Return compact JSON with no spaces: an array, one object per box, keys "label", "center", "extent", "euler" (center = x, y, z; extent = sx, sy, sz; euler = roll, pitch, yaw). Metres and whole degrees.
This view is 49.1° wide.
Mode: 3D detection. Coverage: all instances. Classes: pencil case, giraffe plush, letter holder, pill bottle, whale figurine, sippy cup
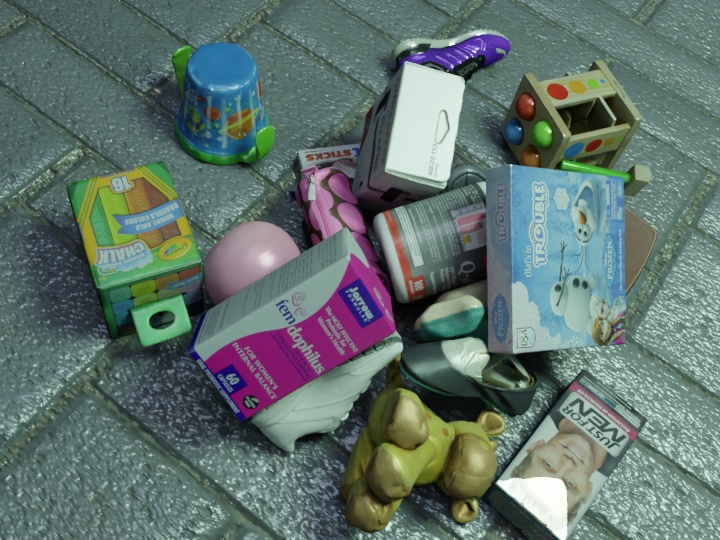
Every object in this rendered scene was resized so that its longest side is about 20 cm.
[{"label":"pencil case","center":[-0.028,-0.040,1.007],"extent":[0.090,0.094,0.201],"euler":[-22,55,-1]},{"label":"giraffe plush","center":[0.081,0.209,0.884],"extent":[0.161,0.174,0.200],"euler":[23,22,-7]},{"label":"letter holder","center":[0.293,-0.004,1.069],"extent":[0.142,0.101,0.200],"euler":[37,59,11]},{"label":"pill bottle","center":[0.124,-0.041,0.967],"extent":[0.198,0.116,0.117],"euler":[-17,61,0]},{"label":"whale figurine","center":[0.140,0.068,0.949],"extent":[0.158,0.200,0.105],"euler":[-18,83,21]},{"label":"sippy cup","center":[-0.195,-0.243,1.111],"extent":[0.176,0.131,0.141],"euler":[14,56,0]}]

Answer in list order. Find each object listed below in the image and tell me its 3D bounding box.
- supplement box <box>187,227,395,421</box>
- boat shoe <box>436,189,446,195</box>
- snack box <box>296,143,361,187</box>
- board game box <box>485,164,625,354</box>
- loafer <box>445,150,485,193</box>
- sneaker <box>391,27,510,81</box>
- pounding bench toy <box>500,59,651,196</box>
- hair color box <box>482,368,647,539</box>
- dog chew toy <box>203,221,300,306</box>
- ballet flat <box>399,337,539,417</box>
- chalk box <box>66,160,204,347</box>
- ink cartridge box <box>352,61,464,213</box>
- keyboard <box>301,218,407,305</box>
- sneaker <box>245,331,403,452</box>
[{"label":"supplement box","center":[-0.072,0.057,0.854],"extent":[0.199,0.103,0.102],"euler":[-31,108,8]},{"label":"boat shoe","center":[0.104,-0.079,1.102],"extent":[0.063,0.071,0.201],"euler":[27,50,8]},{"label":"snack box","center":[0.010,-0.152,1.153],"extent":[0.198,0.024,0.072],"euler":[-9,61,-15]},{"label":"board game box","center":[0.227,-0.012,0.900],"extent":[0.197,0.043,0.202],"euler":[0,89,-35]},{"label":"loafer","center":[0.170,-0.092,1.064],"extent":[0.072,0.200,0.063],"euler":[-33,46,15]},{"label":"sneaker","center":[0.154,-0.323,1.267],"extent":[0.198,0.070,0.100],"euler":[-11,67,-12]},{"label":"pounding bench toy","center":[0.319,-0.187,1.172],"extent":[0.155,0.125,0.201],"euler":[-15,62,-18]},{"label":"hair color box","center":[0.245,0.224,0.938],"extent":[0.100,0.061,0.200],"euler":[38,60,15]},{"label":"dog chew toy","center":[-0.098,0.038,0.961],"extent":[0.124,0.125,0.200],"euler":[-40,87,-29]},{"label":"ballet flat","center":[0.132,0.110,0.890],"extent":[0.199,0.073,0.074],"euler":[25,50,-34]},{"label":"chalk box","center":[-0.264,-0.008,0.954],"extent":[0.124,0.124,0.201],"euler":[-17,62,-19]},{"label":"ink cartridge box","center":[0.056,-0.164,1.037],"extent":[0.083,0.200,0.146],"euler":[13,80,-12]},{"label":"keyboard","center":[0.000,0.000,1.059],"extent":[0.126,0.021,0.201],"euler":[-9,61,-15]},{"label":"sneaker","center":[-0.035,0.132,0.905],"extent":[0.199,0.087,0.075],"euler":[-31,25,7]}]
